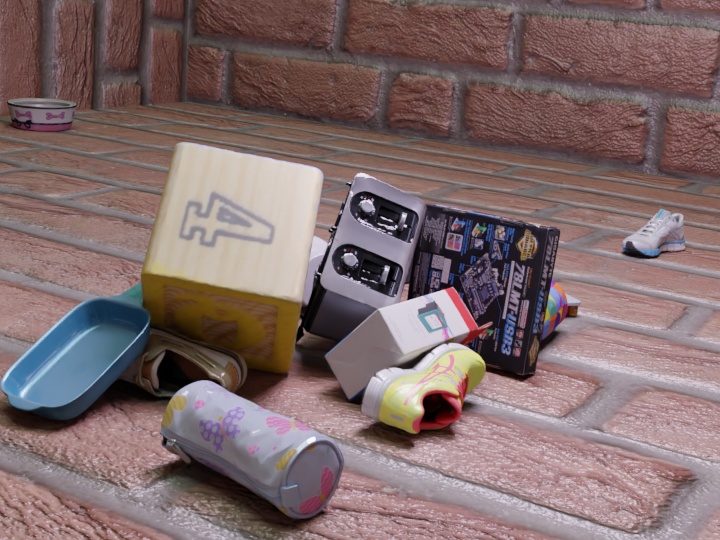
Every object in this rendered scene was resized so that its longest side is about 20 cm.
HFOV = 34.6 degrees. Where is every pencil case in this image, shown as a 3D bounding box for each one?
[{"bbox_3d":[0.239,0.066,1.683,0.087,0.090,0.200,11,14,25],"label":"pencil case"},{"bbox_3d":[-0.111,0.175,1.147,0.199,0.084,0.090,17,17,39],"label":"pencil case"}]

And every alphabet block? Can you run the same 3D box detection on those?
[{"bbox_3d":[-0.161,-0.013,1.455,0.194,0.196,0.202,9,58,-1],"label":"alphabet block"}]

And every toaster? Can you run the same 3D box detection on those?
[{"bbox_3d":[0.000,0.000,1.565,0.117,0.182,0.200,20,-27,-3],"label":"toaster"}]

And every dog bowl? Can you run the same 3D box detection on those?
[{"bbox_3d":[-0.934,-0.457,3.392,0.197,0.075,0.200,5,15,-1],"label":"dog bowl"}]

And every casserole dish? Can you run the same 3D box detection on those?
[{"bbox_3d":[-0.321,0.104,1.330,0.120,0.039,0.200,12,43,29],"label":"casserole dish"}]

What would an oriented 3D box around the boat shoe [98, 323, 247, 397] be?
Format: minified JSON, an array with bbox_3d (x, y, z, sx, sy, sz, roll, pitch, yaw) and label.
[{"bbox_3d":[-0.239,0.110,1.381,0.197,0.076,0.068,7,11,11],"label":"boat shoe"}]

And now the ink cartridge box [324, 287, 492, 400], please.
[{"bbox_3d":[0.065,0.087,1.455,0.199,0.116,0.068,-14,67,-50],"label":"ink cartridge box"}]

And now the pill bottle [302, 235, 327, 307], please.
[{"bbox_3d":[-0.106,-0.009,1.806,0.111,0.114,0.199,-4,17,-30],"label":"pill bottle"}]

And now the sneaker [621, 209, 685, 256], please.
[{"bbox_3d":[0.598,-0.080,2.354,0.074,0.088,0.199,18,21,39],"label":"sneaker"}]

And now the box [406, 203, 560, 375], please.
[{"bbox_3d":[0.161,0.022,1.582,0.197,0.203,0.050,12,8,31],"label":"box"}]

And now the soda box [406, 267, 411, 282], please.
[{"bbox_3d":[0.089,-0.022,2.016,0.070,0.064,0.199,16,18,41],"label":"soda box"}]

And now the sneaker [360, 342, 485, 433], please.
[{"bbox_3d":[0.093,0.148,1.356,0.090,0.079,0.199,26,30,36],"label":"sneaker"}]

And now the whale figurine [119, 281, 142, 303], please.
[{"bbox_3d":[-0.272,0.042,1.572,0.198,0.105,0.159,0,15,-23],"label":"whale figurine"}]

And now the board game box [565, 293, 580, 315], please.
[{"bbox_3d":[0.225,0.040,1.891,0.198,0.026,0.200,-2,15,-24],"label":"board game box"}]
